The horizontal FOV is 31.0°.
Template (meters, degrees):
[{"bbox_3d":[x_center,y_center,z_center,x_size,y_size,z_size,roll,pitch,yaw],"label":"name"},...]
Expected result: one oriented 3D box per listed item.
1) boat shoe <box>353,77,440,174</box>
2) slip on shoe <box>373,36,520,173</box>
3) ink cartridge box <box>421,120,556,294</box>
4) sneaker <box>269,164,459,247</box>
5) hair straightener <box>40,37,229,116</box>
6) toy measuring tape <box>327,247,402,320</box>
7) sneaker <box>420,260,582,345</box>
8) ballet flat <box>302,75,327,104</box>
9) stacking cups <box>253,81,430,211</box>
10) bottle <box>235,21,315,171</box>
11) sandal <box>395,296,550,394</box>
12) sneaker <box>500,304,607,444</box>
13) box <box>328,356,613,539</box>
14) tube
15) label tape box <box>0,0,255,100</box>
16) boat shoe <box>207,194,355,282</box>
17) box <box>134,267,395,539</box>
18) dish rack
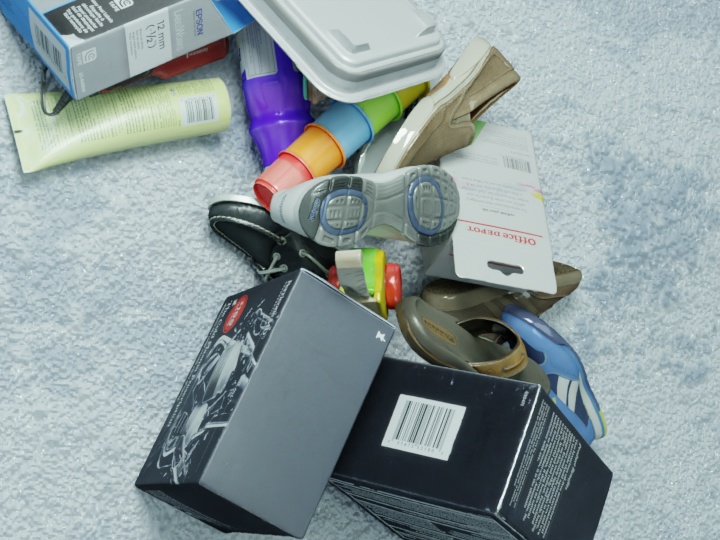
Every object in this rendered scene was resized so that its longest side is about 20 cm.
[{"bbox_3d":[0.032,-0.140,1.299,0.070,0.064,0.202,23,73,-20],"label":"boat shoe"},{"bbox_3d":[0.082,-0.139,1.245,0.060,0.076,0.200,37,62,2],"label":"slip on shoe"},{"bbox_3d":[0.119,-0.051,1.284,0.116,0.067,0.201,11,53,-20],"label":"ink cartridge box"},{"bbox_3d":[0.008,-0.062,1.159,0.199,0.087,0.075,1,98,-41],"label":"sneaker"},{"bbox_3d":[-0.215,-0.187,1.183,0.200,0.077,0.041,-35,134,-36],"label":"hair straightener"},{"bbox_3d":[0.000,0.000,1.141,0.073,0.200,0.074,-2,69,6],"label":"toy measuring tape"},{"bbox_3d":[0.142,0.038,1.340,0.199,0.070,0.076,-10,112,-31],"label":"sneaker"},{"bbox_3d":[-0.018,-0.225,1.232,0.067,0.068,0.201,0,41,1],"label":"ballet flat"},{"bbox_3d":[-0.019,-0.125,1.207,0.061,0.060,0.200,49,67,-12],"label":"stacking cups"},{"bbox_3d":[-0.082,-0.185,1.237,0.065,0.084,0.202,-8,89,5],"label":"bottle"},{"bbox_3d":[0.113,0.068,1.184,0.199,0.055,0.082,32,27,-33],"label":"sandal"},{"bbox_3d":[0.182,0.121,1.308,0.082,0.074,0.201,-38,121,-13],"label":"sneaker"},{"bbox_3d":[0.093,0.177,1.167,0.198,0.199,0.124,48,59,-48],"label":"box"},{"bbox_3d":[-0.217,-0.139,1.182,0.198,0.058,0.052,-12,123,-26],"label":"tube"},{"bbox_3d":[-0.201,-0.248,1.149,0.199,0.066,0.143,-29,57,-23],"label":"label tape box"},{"bbox_3d":[-0.059,-0.008,1.225,0.199,0.075,0.061,24,66,-22],"label":"boat shoe"},{"bbox_3d":[-0.086,0.119,1.129,0.104,0.182,0.201,32,68,-19],"label":"box"},{"bbox_3d":[-0.021,-0.244,1.172,0.171,0.044,0.200,-24,65,-44],"label":"dish rack"}]
